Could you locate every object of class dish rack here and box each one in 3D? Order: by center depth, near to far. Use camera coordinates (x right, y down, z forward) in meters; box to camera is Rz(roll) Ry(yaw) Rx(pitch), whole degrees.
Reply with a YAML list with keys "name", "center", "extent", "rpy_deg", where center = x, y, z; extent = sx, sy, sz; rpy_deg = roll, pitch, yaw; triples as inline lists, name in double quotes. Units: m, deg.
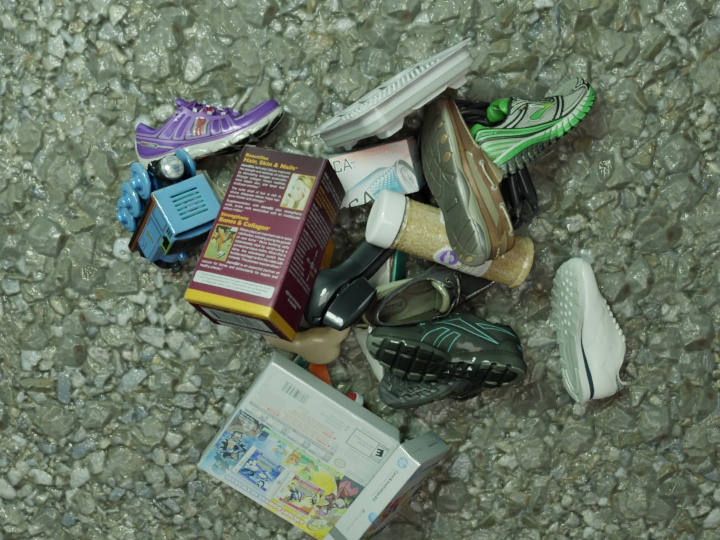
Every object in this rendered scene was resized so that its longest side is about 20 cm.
- name: "dish rack"
  center: [0.040, -0.196, 0.937]
  extent: [0.171, 0.200, 0.044]
  rpy_deg: [-36, 103, -15]

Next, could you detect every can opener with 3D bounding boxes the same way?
- name: "can opener"
  center: [0.000, 0.000, 0.989]
  extent: [0.079, 0.200, 0.063]
  rpy_deg: [35, 143, 8]

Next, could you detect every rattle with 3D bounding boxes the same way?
- name: "rattle"
  center: [-0.072, 0.058, 1.093]
  extent: [0.130, 0.143, 0.200]
  rpy_deg: [-20, 136, -1]

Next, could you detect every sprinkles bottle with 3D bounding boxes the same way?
- name: "sprinkles bottle"
  center: [0.109, -0.038, 0.974]
  extent: [0.199, 0.068, 0.068]
  rpy_deg: [17, 101, -11]

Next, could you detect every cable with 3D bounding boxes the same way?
- name: "cable"
  center: [0.133, -0.125, 1.047]
  extent: [0.163, 0.051, 0.200]
  rpy_deg: [-23, 103, 10]

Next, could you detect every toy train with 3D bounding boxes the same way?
- name: "toy train"
  center: [-0.240, -0.067, 0.988]
  extent: [0.087, 0.200, 0.115]
  rpy_deg: [-24, 83, -31]

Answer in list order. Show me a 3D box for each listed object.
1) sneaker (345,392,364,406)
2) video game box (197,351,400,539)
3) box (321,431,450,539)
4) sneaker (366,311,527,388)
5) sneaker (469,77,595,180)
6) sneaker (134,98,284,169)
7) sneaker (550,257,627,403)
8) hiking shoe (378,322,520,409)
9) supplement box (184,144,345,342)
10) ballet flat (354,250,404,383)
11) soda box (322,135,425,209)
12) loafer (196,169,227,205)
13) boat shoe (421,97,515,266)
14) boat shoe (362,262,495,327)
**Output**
- name: "sneaker"
  center: [-0.094, 0.219, 1.101]
  extent: [0.112, 0.071, 0.200]
  rpy_deg: [41, 101, -10]
- name: "video game box"
  center: [-0.079, 0.232, 1.045]
  extent: [0.200, 0.047, 0.182]
  rpy_deg: [34, 103, -9]
- name: "box"
  center: [0.028, 0.310, 1.076]
  extent: [0.041, 0.156, 0.200]
  rpy_deg: [40, 99, 19]
- name: "sneaker"
  center: [0.105, 0.093, 0.994]
  extent: [0.199, 0.079, 0.075]
  rpy_deg: [11, 142, -7]
- name: "sneaker"
  center: [0.211, -0.188, 0.987]
  extent: [0.200, 0.078, 0.085]
  rpy_deg: [-37, 95, -23]
- name: "sneaker"
  center: [-0.196, -0.185, 1.020]
  extent: [0.199, 0.081, 0.084]
  rpy_deg: [-15, 95, 4]
- name: "sneaker"
  center: [0.310, 0.076, 1.076]
  extent: [0.080, 0.076, 0.201]
  rpy_deg: [-12, 106, -9]
- name: "hiking shoe"
  center: [0.120, 0.147, 1.060]
  extent: [0.199, 0.076, 0.101]
  rpy_deg: [-19, 138, -10]
- name: "supplement box"
  center: [-0.105, -0.033, 0.922]
  extent: [0.110, 0.086, 0.201]
  rpy_deg: [12, 70, 20]
- name: "ballet flat"
  center: [0.023, 0.059, 1.079]
  extent: [0.069, 0.069, 0.201]
  rpy_deg: [2, 97, 0]
- name: "soda box"
  center: [-0.023, -0.114, 1.018]
  extent: [0.199, 0.064, 0.069]
  rpy_deg: [-12, 101, 16]
- name: "loafer"
  center: [-0.161, -0.051, 1.024]
  extent: [0.063, 0.072, 0.200]
  rpy_deg: [-24, 66, -6]
- name: "boat shoe"
  center: [0.126, -0.104, 0.930]
  extent: [0.072, 0.076, 0.201]
  rpy_deg: [-11, 83, -24]
- name: "boat shoe"
  center: [0.099, 0.028, 1.019]
  extent: [0.199, 0.065, 0.072]
  rpy_deg: [-18, 107, -10]
